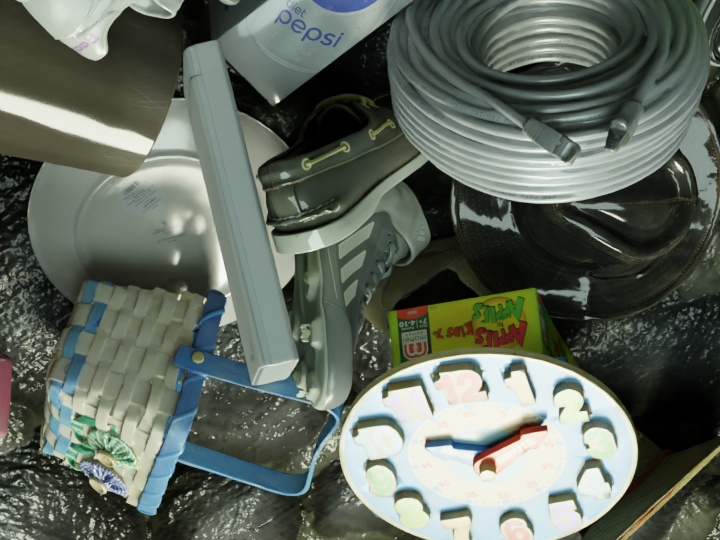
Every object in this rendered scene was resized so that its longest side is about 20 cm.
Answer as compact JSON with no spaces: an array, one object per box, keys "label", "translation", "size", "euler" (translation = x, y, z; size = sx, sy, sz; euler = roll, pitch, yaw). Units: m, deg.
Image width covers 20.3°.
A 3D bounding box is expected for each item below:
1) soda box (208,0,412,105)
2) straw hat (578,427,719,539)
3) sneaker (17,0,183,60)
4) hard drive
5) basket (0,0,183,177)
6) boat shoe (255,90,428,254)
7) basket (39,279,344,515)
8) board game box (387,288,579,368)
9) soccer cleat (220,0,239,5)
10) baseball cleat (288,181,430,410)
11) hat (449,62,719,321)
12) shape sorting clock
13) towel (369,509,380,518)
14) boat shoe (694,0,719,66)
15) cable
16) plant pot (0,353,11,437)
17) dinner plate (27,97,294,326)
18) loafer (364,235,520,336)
[{"label":"soda box","translation":[-0.002,-0.195,1.263],"size":[0.200,0.068,0.063],"euler":[-35,122,18]},{"label":"straw hat","translation":[0.190,0.154,1.521],"size":[0.085,0.201,0.201],"euler":[46,115,11]},{"label":"sneaker","translation":[-0.125,-0.211,1.192],"size":[0.200,0.075,0.100],"euler":[-49,115,-17]},{"label":"hard drive","translation":[-0.078,-0.032,1.268],"size":[0.027,0.132,0.201],"euler":[-14,83,-7]},{"label":"basket","translation":[-0.223,-0.137,1.240],"size":[0.199,0.136,0.180],"euler":[17,143,-24]},{"label":"boat shoe","translation":[-0.006,-0.078,1.281],"size":[0.072,0.202,0.060],"euler":[-10,111,28]},{"label":"basket","translation":[-0.119,0.097,1.399],"size":[0.199,0.140,0.176],"euler":[13,151,-4]},{"label":"board game box","translation":[0.092,0.071,1.410],"size":[0.101,0.048,0.200],"euler":[-9,160,12]},{"label":"soccer cleat","translation":[-0.025,-0.239,1.217],"size":[0.200,0.085,0.069],"euler":[-39,121,20]},{"label":"baseball cleat","translation":[0.000,0.000,1.326],"size":[0.106,0.201,0.070],"euler":[5,150,-18]},{"label":"hat","translation":[0.164,-0.047,1.348],"size":[0.200,0.081,0.201],"euler":[-3,103,-12]},{"label":"shape sorting clock","translation":[0.085,0.124,1.341],"size":[0.199,0.039,0.201],"euler":[3,131,4]},{"label":"towel","translation":[0.095,0.144,1.471],"size":[0.111,0.049,0.200],"euler":[7,158,-30]},{"label":"boat shoe","translation":[0.295,-0.201,1.303],"size":[0.069,0.057,0.200],"euler":[34,115,-27]},{"label":"cable","translation":[0.117,-0.128,1.247],"size":[0.200,0.200,0.069],"euler":[-42,142,-33]},{"label":"plant pot","translation":[-0.313,0.012,1.246],"size":[0.199,0.200,0.180],"euler":[3,85,-9]},{"label":"dinner plate","translation":[-0.131,-0.030,1.395],"size":[0.199,0.024,0.201],"euler":[-3,125,-5]},{"label":"loafer","translation":[0.095,0.007,1.421],"size":[0.199,0.068,0.076],"euler":[-20,126,7]}]
